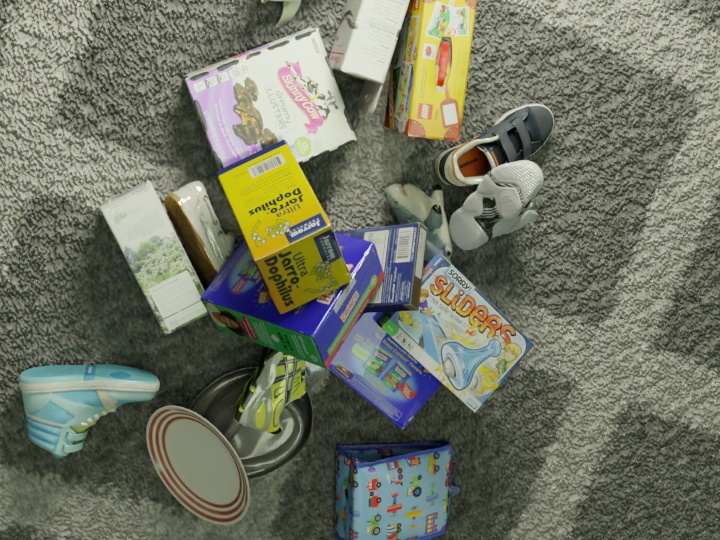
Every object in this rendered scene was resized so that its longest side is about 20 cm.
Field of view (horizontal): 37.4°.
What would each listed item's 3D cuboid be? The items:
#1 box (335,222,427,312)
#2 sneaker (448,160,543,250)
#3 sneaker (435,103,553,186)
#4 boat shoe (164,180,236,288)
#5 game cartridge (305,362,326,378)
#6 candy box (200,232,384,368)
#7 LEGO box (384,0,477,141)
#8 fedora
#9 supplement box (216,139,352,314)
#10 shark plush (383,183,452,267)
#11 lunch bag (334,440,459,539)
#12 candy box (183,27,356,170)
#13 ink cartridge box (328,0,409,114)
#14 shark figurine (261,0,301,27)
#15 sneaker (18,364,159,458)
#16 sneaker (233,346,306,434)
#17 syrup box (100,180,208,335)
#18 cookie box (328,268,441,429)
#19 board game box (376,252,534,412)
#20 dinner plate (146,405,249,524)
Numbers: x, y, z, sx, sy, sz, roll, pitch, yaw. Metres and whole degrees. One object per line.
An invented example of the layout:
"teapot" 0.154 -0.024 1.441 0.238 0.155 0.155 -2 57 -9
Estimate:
"box" 0.000 0.000 1.526 0.032 0.198 0.122 31 62 -52
"sneaker" 0.219 -0.106 1.545 0.114 0.200 0.076 -23 76 -38
"sneaker" 0.211 -0.181 1.582 0.199 0.079 0.079 -31 106 -6
"boat shoe" -0.207 -0.035 1.527 0.069 0.070 0.201 -38 122 -29
"game cartridge" -0.022 0.067 1.608 0.198 0.040 0.134 -22 109 -7
"candy box" -0.092 0.023 1.469 0.170 0.199 0.077 -56 143 -27
"LEGO box" 0.097 -0.292 1.494 0.076 0.149 0.202 4 101 -13
"fedora" -0.160 0.240 1.586 0.198 0.090 0.178 -24 106 -6
"supplement box" -0.104 -0.061 1.418 0.109 0.201 0.109 -25 135 -4
"shark plush" 0.096 -0.045 1.613 0.082 0.091 0.201 -10 126 10
"lunch bag" 0.066 0.351 1.670 0.198 0.094 0.152 -2 100 -21
"candy box" -0.127 -0.228 1.499 0.198 0.072 0.169 -23 107 -6
"ink cartridge box" 0.008 -0.329 1.484 0.066 0.116 0.202 16 98 -15
"shark figurine" -0.132 -0.411 1.446 0.128 0.214 0.090 -46 68 29
"sneaker" -0.390 0.207 1.538 0.198 0.080 0.132 1 100 -3
"sneaker" -0.106 0.139 1.520 0.076 0.075 0.201 30 91 -12
"syrup box" -0.288 -0.019 1.506 0.078 0.081 0.201 -26 106 -7
"cookie box" 0.062 0.101 1.576 0.171 0.075 0.200 41 91 -17
"board game box" 0.138 0.091 1.535 0.200 0.034 0.136 42 90 -18
"dinner plate" -0.234 0.282 1.553 0.024 0.199 0.202 -35 112 -45
